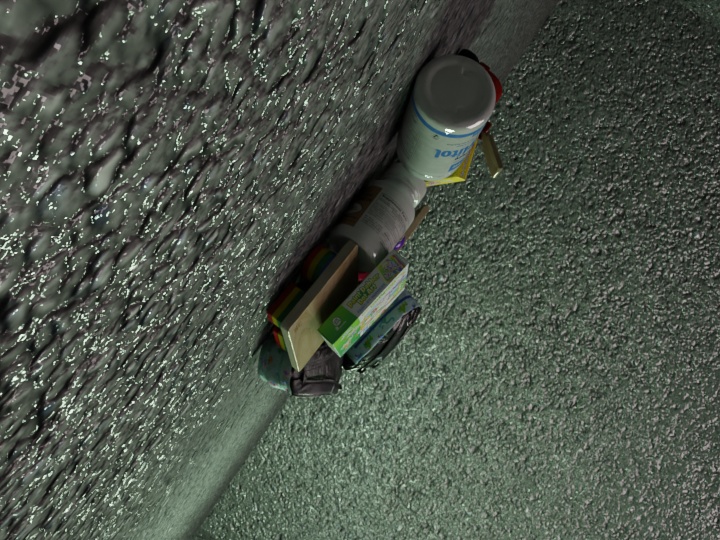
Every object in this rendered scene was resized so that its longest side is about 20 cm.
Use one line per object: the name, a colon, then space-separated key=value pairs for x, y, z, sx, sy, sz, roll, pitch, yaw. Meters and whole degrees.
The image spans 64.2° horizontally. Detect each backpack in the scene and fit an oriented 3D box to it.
backpack: x=-0.119 y=0.191 z=1.215 sx=0.199 sy=0.125 sz=0.170 roll=-7 pitch=103 yaw=-59
backpack: x=0.047 y=0.122 z=1.316 sx=0.199 sy=0.155 sz=0.162 roll=-37 pitch=162 yaw=32

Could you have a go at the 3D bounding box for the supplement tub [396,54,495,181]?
supplement tub: x=0.136 y=-0.249 z=0.961 sx=0.133 sy=0.131 sz=0.200 roll=-53 pitch=175 yaw=-15

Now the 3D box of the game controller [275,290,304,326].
game controller: x=-0.124 y=0.073 z=1.235 sx=0.104 sy=0.042 sz=0.200 roll=-41 pitch=178 yaw=12

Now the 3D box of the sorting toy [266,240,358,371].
sorting toy: x=-0.087 y=0.057 z=1.057 sx=0.199 sy=0.069 sz=0.201 roll=-52 pitch=162 yaw=-24

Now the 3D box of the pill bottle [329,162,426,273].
pill bottle: x=0.039 y=-0.105 z=1.093 sx=0.201 sy=0.114 sz=0.115 roll=-53 pitch=176 yaw=-23

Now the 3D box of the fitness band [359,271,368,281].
fitness band: x=0.000 y=0.000 z=1.213 sx=0.197 sy=0.038 sz=0.143 roll=-8 pitch=169 yaw=-25

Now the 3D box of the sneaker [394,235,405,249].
sneaker: x=0.061 y=-0.052 z=1.328 sx=0.200 sy=0.068 sz=0.101 roll=-139 pitch=-140 yaw=-73

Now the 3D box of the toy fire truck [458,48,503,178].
toy fire truck: x=0.234 y=-0.305 z=1.153 sx=0.129 sy=0.199 sz=0.176 roll=-54 pitch=176 yaw=-11

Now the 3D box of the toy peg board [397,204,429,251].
toy peg board: x=0.071 y=-0.114 z=1.656 sx=0.201 sy=0.098 sz=0.199 roll=-52 pitch=-170 yaw=-25

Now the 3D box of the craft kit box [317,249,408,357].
craft kit box: x=0.009 y=0.069 z=1.094 sx=0.200 sy=0.048 sz=0.198 roll=-46 pitch=166 yaw=-9

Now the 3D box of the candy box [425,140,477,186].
candy box: x=0.172 y=-0.226 z=1.156 sx=0.200 sy=0.026 sz=0.104 roll=-167 pitch=-88 yaw=-73
